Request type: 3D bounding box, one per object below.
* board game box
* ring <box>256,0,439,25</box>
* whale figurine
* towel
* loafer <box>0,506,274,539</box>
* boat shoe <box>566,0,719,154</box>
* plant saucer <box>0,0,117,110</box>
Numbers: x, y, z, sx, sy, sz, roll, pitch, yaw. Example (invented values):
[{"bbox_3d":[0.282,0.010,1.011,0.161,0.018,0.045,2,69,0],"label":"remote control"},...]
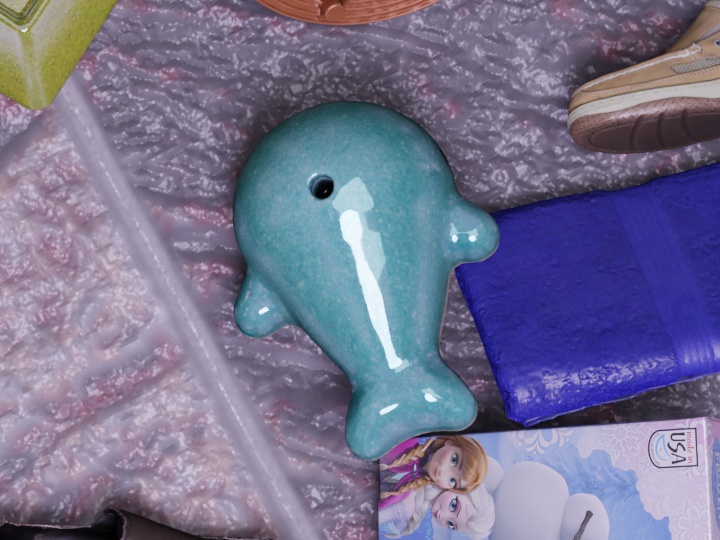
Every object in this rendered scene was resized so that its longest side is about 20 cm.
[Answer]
[{"bbox_3d":[0.108,0.188,1.487,0.198,0.043,0.201,-6,81,23],"label":"board game box"},{"bbox_3d":[0.015,-0.210,1.483,0.200,0.201,0.019,-18,49,-7],"label":"ring"},{"bbox_3d":[0.000,0.000,1.482,0.159,0.104,0.201,-18,72,8],"label":"whale figurine"},{"bbox_3d":[0.159,0.014,1.530,0.199,0.050,0.148,-11,49,-8],"label":"towel"},{"bbox_3d":[-0.124,0.172,1.489,0.199,0.073,0.072,-1,130,-7],"label":"loafer"},{"bbox_3d":[0.210,-0.121,1.561,0.199,0.072,0.076,-10,76,-15],"label":"boat shoe"},{"bbox_3d":[-0.210,-0.226,1.511,0.199,0.048,0.200,33,85,-6],"label":"plant saucer"}]
